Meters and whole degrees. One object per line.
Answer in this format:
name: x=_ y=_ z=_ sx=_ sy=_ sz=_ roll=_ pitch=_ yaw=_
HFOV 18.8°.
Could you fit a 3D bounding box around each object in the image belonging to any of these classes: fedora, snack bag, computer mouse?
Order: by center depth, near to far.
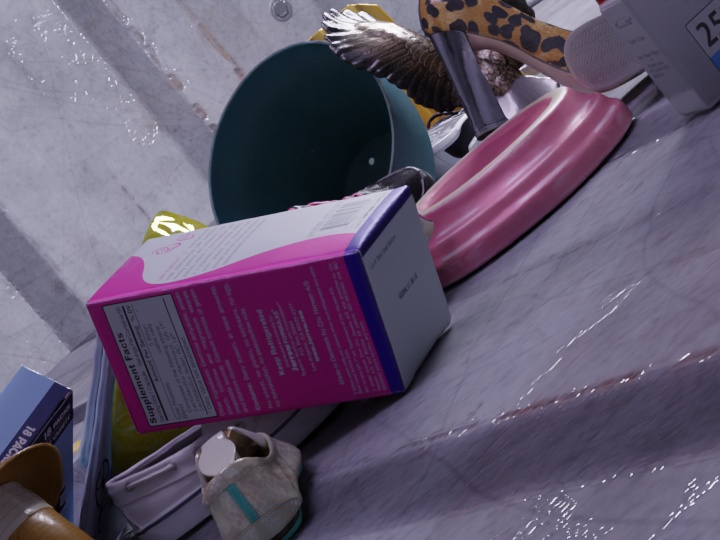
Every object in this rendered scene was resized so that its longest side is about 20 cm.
fedora: x=-0.216 y=0.208 z=1.339 sx=0.201 sy=0.081 sz=0.201 roll=-59 pitch=-14 yaw=-24
snack bag: x=-0.181 y=0.118 z=1.592 sx=0.189 sy=0.021 sz=0.202 roll=-68 pitch=-14 yaw=-78
computer mouse: x=0.083 y=-0.114 z=2.008 sx=0.109 sy=0.044 sz=0.200 roll=-24 pitch=12 yaw=29

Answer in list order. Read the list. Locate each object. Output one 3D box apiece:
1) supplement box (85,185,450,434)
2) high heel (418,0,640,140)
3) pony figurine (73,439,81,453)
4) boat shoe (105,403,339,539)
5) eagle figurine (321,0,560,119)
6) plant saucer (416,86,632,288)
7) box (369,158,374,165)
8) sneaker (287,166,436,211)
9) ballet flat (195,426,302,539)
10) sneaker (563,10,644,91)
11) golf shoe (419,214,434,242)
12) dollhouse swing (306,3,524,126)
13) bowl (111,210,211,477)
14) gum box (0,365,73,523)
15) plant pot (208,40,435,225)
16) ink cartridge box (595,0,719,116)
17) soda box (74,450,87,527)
supplement box: x=-0.058 y=0.026 z=1.393 sx=0.199 sy=0.104 sz=0.101 roll=-9 pitch=21 yaw=25
high heel: x=0.149 y=-0.201 z=1.669 sx=0.199 sy=0.143 sz=0.071 roll=-22 pitch=-11 yaw=-5
pony figurine: x=-0.339 y=0.223 z=1.860 sx=0.192 sy=0.168 sz=0.199 roll=-23 pitch=2 yaw=43
boat shoe: x=-0.086 y=0.107 z=1.457 sx=0.200 sy=0.065 sz=0.074 roll=-40 pitch=7 yaw=6
eagle figurine: x=0.082 y=-0.178 z=1.759 sx=0.151 sy=0.200 sz=0.152 roll=-33 pitch=10 yaw=42
plant saucer: x=0.105 y=-0.066 z=1.571 sx=0.200 sy=0.051 sz=0.201 roll=-40 pitch=8 yaw=7
box: x=-0.047 y=-0.028 z=2.009 sx=0.200 sy=0.082 sz=0.049 roll=-39 pitch=6 yaw=11
sneaker: x=-0.020 y=-0.024 z=1.688 sx=0.200 sy=0.096 sz=0.079 roll=-39 pitch=48 yaw=-17
ballet flat: x=-0.069 y=0.121 z=1.303 sx=0.067 sy=0.062 sz=0.200 roll=-41 pitch=7 yaw=-4
sneaker: x=0.246 y=-0.198 z=1.543 sx=0.199 sy=0.074 sz=0.115 roll=-19 pitch=12 yaw=46
golf shoe: x=0.000 y=0.000 z=1.563 sx=0.092 sy=0.075 sz=0.200 roll=-62 pitch=18 yaw=-12
dollhouse swing: x=0.024 y=-0.182 z=2.197 sx=0.200 sy=0.176 sz=0.182 roll=-42 pitch=7 yaw=-18
bowl: x=-0.109 y=0.064 z=1.582 sx=0.200 sy=0.107 sz=0.202 roll=9 pitch=-90 yaw=-87
gum box: x=-0.252 y=0.190 z=1.453 sx=0.170 sy=0.044 sz=0.201 roll=-56 pitch=-15 yaw=-37
plant pot: x=-0.013 y=-0.083 z=1.869 sx=0.200 sy=0.201 sz=0.134 roll=-37 pitch=-29 yaw=26
ink cartridge box: x=0.229 y=-0.230 z=1.404 sx=0.200 sy=0.176 sz=0.045 roll=-43 pitch=8 yaw=-15
soda box: x=-0.261 y=0.225 z=1.674 sx=0.200 sy=0.064 sz=0.068 roll=-46 pitch=9 yaw=-34
